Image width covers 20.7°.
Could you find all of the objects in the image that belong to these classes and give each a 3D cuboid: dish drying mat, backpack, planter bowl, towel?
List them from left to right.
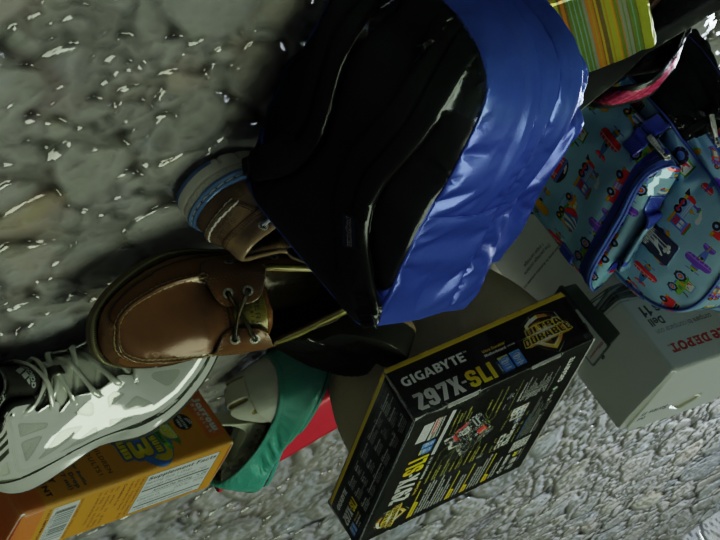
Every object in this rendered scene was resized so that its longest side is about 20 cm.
[{"bbox_3d":[-0.041,0.131,1.727,0.200,0.018,0.077,-29,157,-18],"label":"dish drying mat"},{"bbox_3d":[0.053,0.065,1.564,0.200,0.135,0.200,-29,156,-14],"label":"planter bowl"},{"bbox_3d":[0.043,-0.097,1.179,0.168,0.163,0.200,-17,142,-42],"label":"backpack"},{"bbox_3d":[0.093,-0.141,1.278,0.200,0.018,0.086,-21,146,3],"label":"towel"},{"bbox_3d":[0.236,-0.052,1.504,0.134,0.200,0.183,-20,155,-35],"label":"backpack"}]

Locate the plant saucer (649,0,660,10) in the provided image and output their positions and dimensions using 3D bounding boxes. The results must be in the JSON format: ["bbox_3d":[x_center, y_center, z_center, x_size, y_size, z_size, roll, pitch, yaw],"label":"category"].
[{"bbox_3d":[0.150,-0.188,1.321,0.200,0.032,0.200,-30,159,-13],"label":"plant saucer"}]

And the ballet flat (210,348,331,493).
[{"bbox_3d":[-0.083,0.116,1.572,0.070,0.067,0.200,-1,142,-26],"label":"ballet flat"}]

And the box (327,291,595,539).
[{"bbox_3d":[0.071,0.111,1.441,0.159,0.049,0.200,-21,154,-25],"label":"box"}]

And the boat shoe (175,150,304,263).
[{"bbox_3d":[-0.030,-0.040,1.299,0.200,0.072,0.072,-15,151,-43],"label":"boat shoe"}]

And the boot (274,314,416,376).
[{"bbox_3d":[0.000,0.000,1.441,0.077,0.139,0.200,25,164,-27],"label":"boot"}]

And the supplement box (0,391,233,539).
[{"bbox_3d":[-0.194,0.147,1.459,0.200,0.067,0.069,-15,148,-44],"label":"supplement box"}]

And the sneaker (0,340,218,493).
[{"bbox_3d":[-0.187,0.077,1.305,0.200,0.076,0.115,-34,161,3],"label":"sneaker"}]

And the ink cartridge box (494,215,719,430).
[{"bbox_3d":[0.221,0.020,1.634,0.146,0.200,0.083,-14,150,-45],"label":"ink cartridge box"}]

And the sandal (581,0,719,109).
[{"bbox_3d":[0.185,-0.141,1.414,0.200,0.045,0.075,-36,-163,14],"label":"sandal"}]

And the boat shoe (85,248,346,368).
[{"bbox_3d":[-0.083,0.019,1.289,0.200,0.068,0.072,-19,111,-37],"label":"boat shoe"}]
